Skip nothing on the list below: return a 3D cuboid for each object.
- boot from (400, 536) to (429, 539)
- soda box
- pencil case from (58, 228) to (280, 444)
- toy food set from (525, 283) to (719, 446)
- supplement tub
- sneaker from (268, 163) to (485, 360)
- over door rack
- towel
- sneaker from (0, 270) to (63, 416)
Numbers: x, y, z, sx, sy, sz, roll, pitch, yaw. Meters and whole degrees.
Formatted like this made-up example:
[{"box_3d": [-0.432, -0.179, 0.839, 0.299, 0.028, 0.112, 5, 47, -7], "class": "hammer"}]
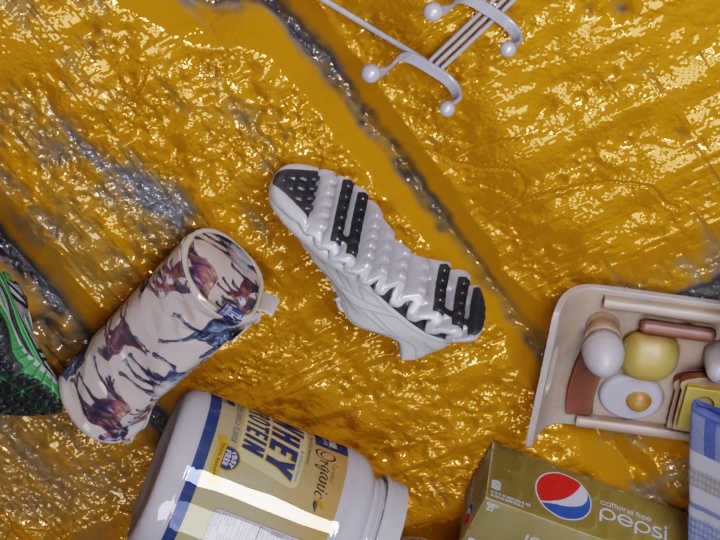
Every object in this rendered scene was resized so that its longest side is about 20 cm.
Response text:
[{"box_3d": [0.118, 0.281, 1.735, 0.199, 0.073, 0.155, 2, 164, 46], "class": "boot"}, {"box_3d": [0.184, 0.214, 1.678, 0.199, 0.068, 0.064, 21, 129, -6], "class": "soda box"}, {"box_3d": [-0.155, 0.057, 1.608, 0.089, 0.078, 0.200, 43, 124, -5], "class": "pencil case"}, {"box_3d": [0.234, 0.092, 1.573, 0.198, 0.061, 0.144, 8, 130, 1], "class": "toy food set"}, {"box_3d": [-0.074, 0.194, 1.660, 0.199, 0.145, 0.145, 22, 129, -8], "class": "supplement tub"}, {"box_3d": [0.000, 0.000, 1.542, 0.200, 0.075, 0.081, 40, 133, -20], "class": "sneaker"}, {"box_3d": [0.030, -0.203, 1.372, 0.199, 0.067, 0.148, 36, 125, -18], "class": "over door rack"}, {"box_3d": [0.310, 0.201, 1.554, 0.146, 0.024, 0.201, 23, 133, 37], "class": "towel"}, {"box_3d": [-0.281, 0.049, 1.629, 0.077, 0.086, 0.201, -1, 144, 11], "class": "sneaker"}]
